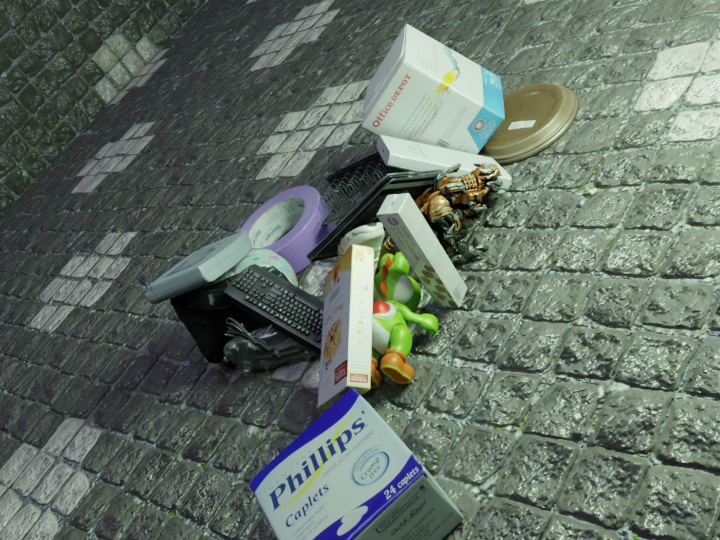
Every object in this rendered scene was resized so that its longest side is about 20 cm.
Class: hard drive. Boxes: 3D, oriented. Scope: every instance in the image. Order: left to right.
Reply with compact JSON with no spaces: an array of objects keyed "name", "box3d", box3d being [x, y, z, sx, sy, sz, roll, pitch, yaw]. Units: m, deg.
[{"name":"hard drive","box3d":[0.131,-0.176,1.331,0.132,0.198,0.026,-106,29,-67]}]

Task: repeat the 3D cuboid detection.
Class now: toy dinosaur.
[{"name":"toy dinosaur","box3d":[0.128,-0.090,1.262,0.199,0.136,0.103,-18,34,16]}]

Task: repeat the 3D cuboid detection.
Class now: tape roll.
[{"name":"tape roll","box3d":[-0.146,-0.071,1.583,0.199,0.066,0.201,-25,35,19]}]

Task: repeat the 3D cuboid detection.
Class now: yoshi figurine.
[{"name":"yoshi figurine","box3d":[0.052,0.074,1.207,0.112,0.111,0.201,118,164,-59]}]

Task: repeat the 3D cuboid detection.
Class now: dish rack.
[{"name":"dish rack","box3d":[-0.006,-0.152,1.521,0.153,0.055,0.200,-24,19,22]}]

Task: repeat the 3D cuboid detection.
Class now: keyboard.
[{"name":"keyboard","box3d":[-0.132,0.074,1.283,0.199,0.021,0.127,27,67,21]}]

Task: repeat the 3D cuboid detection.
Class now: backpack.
[{"name":"backpack","box3d":[-0.204,0.049,1.413,0.199,0.168,0.127,-28,28,4]}]

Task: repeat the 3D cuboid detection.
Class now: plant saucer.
[{"name":"plant saucer","box3d":[0.281,-0.262,1.435,0.199,0.030,0.201,-25,35,19]}]

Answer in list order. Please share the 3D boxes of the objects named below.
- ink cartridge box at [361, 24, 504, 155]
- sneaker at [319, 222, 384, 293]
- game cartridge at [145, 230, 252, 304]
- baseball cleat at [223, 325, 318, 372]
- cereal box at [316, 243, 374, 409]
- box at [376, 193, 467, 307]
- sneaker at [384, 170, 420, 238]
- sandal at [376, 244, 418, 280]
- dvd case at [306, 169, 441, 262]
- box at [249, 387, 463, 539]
[{"name":"ink cartridge box","box3d":[0.124,-0.292,1.425,0.147,0.199,0.147,-52,20,37]},{"name":"sneaker","box3d":[0.000,0.000,1.267,0.075,0.200,0.081,-17,63,-27]},{"name":"game cartridge","box3d":[-0.259,-0.009,1.371,0.132,0.041,0.200,-25,12,22]},{"name":"baseball cleat","box3d":[-0.127,0.108,1.351,0.198,0.070,0.107,-7,37,25]},{"name":"cereal box","box3d":[-0.021,0.082,1.147,0.144,0.039,0.202,131,145,-62]},{"name":"box","box3d":[0.090,-0.024,1.164,0.038,0.200,0.042,-2,48,38]},{"name":"sneaker","box3d":[0.083,-0.103,1.393,0.200,0.111,0.077,-43,55,45]},{"name":"sandal","box3d":[0.034,-0.016,1.346,0.082,0.055,0.200,-47,33,-14]},{"name":"dvd case","box3d":[0.022,-0.084,1.255,0.200,0.016,0.148,-42,-17,33]},{"name":"box","box3d":[-0.012,0.274,0.982,0.184,0.105,0.200,-41,32,-7]}]
